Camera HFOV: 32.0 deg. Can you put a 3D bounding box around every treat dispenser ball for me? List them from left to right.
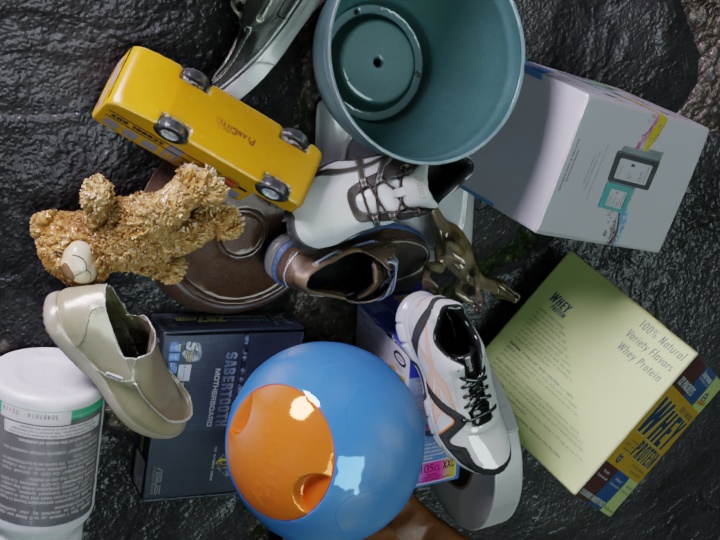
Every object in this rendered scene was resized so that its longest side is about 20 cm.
[{"bbox_3d":[-0.035,0.171,1.248,0.199,0.201,0.203,-12,119,-22],"label":"treat dispenser ball"}]

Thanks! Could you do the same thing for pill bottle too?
[{"bbox_3d":[-0.313,0.187,1.227,0.112,0.113,0.202,-1,114,-27],"label":"pill bottle"}]

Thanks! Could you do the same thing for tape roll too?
[{"bbox_3d":[0.115,0.186,1.392,0.037,0.203,0.204,-11,119,-21],"label":"tape roll"}]

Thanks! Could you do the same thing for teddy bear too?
[{"bbox_3d":[-0.205,-0.034,1.156,0.198,0.067,0.145,-8,148,-8],"label":"teddy bear"}]

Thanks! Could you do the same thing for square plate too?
[{"bbox_3d":[0.044,-0.089,1.324,0.197,0.028,0.202,-9,118,-24],"label":"square plate"}]

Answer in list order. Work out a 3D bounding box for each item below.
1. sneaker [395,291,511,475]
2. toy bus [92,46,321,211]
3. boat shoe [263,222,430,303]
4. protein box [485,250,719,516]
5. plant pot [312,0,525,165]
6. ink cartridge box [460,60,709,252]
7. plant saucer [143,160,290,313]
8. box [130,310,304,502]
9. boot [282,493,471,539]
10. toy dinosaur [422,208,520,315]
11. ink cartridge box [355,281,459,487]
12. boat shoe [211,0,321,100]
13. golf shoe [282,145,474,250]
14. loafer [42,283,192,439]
[{"bbox_3d":[0.099,0.116,1.245,0.073,0.080,0.201,-30,99,-23],"label":"sneaker"},{"bbox_3d":[-0.138,-0.123,1.147,0.199,0.078,0.066,29,66,-20],"label":"toy bus"},{"bbox_3d":[0.000,0.000,1.271,0.199,0.072,0.073,-8,123,-37],"label":"boat shoe"},{"bbox_3d":[0.261,0.129,1.422,0.200,0.198,0.135,-49,146,3],"label":"protein box"},{"bbox_3d":[0.036,-0.201,1.183,0.199,0.134,0.202,-2,95,-24],"label":"plant pot"},{"bbox_3d":[0.230,-0.120,1.314,0.199,0.147,0.147,7,110,-40],"label":"ink cartridge box"},{"bbox_3d":[-0.122,-0.041,1.249,0.198,0.035,0.202,-8,117,-16],"label":"plant saucer"},{"bbox_3d":[-0.152,0.142,1.325,0.156,0.051,0.202,0,114,-28],"label":"box"},{"bbox_3d":[0.021,0.328,1.425,0.200,0.068,0.189,42,94,8],"label":"boot"},{"bbox_3d":[0.095,-0.022,1.318,0.058,0.101,0.201,-22,116,29],"label":"toy dinosaur"},{"bbox_3d":[0.052,0.116,1.364,0.076,0.136,0.202,-11,119,-22],"label":"ink cartridge box"},{"bbox_3d":[-0.086,-0.242,1.161,0.063,0.071,0.200,36,96,-21],"label":"boat shoe"},{"bbox_3d":[0.020,-0.078,1.202,0.199,0.094,0.078,-29,107,-24],"label":"golf shoe"},{"bbox_3d":[-0.216,0.087,1.185,0.068,0.076,0.200,-25,129,19],"label":"loafer"}]
